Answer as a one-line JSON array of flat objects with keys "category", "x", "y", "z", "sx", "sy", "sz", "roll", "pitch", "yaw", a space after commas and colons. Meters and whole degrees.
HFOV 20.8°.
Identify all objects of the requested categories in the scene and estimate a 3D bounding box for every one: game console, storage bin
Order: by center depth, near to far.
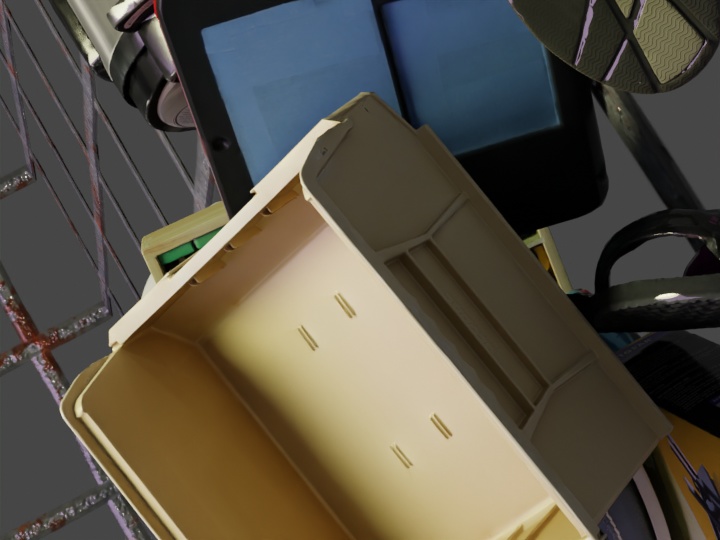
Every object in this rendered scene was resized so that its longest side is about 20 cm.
[{"category": "storage bin", "x": -0.005, "y": 0.061, "z": 0.850, "sx": 0.199, "sy": 0.094, "sz": 0.200, "roll": 50, "pitch": 131, "yaw": 2}, {"category": "game console", "x": 0.013, "y": -0.083, "z": 0.871, "sx": 0.031, "sy": 0.175, "sz": 0.201, "roll": -98, "pitch": -7, "yaw": -51}]

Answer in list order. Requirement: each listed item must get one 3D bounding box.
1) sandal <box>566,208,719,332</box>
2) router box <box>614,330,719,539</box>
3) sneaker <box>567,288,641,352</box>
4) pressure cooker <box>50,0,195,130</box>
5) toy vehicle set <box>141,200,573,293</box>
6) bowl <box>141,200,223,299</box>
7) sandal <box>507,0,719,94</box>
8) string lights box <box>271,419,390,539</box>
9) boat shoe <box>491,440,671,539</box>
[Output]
[{"category": "sandal", "x": 0.128, "y": 0.001, "z": 0.835, "sx": 0.200, "sy": 0.075, "sz": 0.048, "roll": 161, "pitch": 108, "yaw": -78}, {"category": "router box", "x": 0.190, "y": 0.135, "z": 0.892, "sx": 0.201, "sy": 0.052, "sz": 0.157, "roll": 66, "pitch": 167, "yaw": -17}, {"category": "sneaker", "x": 0.120, "y": 0.115, "z": 1.020, "sx": 0.201, "sy": 0.095, "sz": 0.079, "roll": 65, "pitch": 167, "yaw": -11}, {"category": "pressure cooker", "x": -0.066, "y": -0.164, "z": 0.964, "sx": 0.201, "sy": 0.175, "sz": 0.179, "roll": 58, "pitch": 164, "yaw": 10}, {"category": "toy vehicle set", "x": 0.000, "y": 0.000, "z": 1.021, "sx": 0.027, "sy": 0.199, "sz": 0.125, "roll": -110, "pitch": -5, "yaw": -72}, {"category": "bowl", "x": -0.076, "y": 0.069, "z": 1.130, "sx": 0.201, "sy": 0.090, "sz": 0.202, "roll": 49, "pitch": 155, "yaw": 33}, {"category": "sandal", "x": 0.069, "y": -0.156, "z": 0.752, "sx": 0.201, "sy": 0.057, "sz": 0.080, "roll": 48, "pitch": 130, "yaw": 4}, {"category": "string lights box", "x": 0.058, "y": 0.130, "z": 0.960, "sx": 0.201, "sy": 0.102, "sz": 0.059, "roll": 56, "pitch": -161, "yaw": 0}, {"category": "boat shoe", "x": 0.079, "y": 0.065, "z": 0.904, "sx": 0.201, "sy": 0.061, "sz": 0.073, "roll": 60, "pitch": 175, "yaw": -12}]
